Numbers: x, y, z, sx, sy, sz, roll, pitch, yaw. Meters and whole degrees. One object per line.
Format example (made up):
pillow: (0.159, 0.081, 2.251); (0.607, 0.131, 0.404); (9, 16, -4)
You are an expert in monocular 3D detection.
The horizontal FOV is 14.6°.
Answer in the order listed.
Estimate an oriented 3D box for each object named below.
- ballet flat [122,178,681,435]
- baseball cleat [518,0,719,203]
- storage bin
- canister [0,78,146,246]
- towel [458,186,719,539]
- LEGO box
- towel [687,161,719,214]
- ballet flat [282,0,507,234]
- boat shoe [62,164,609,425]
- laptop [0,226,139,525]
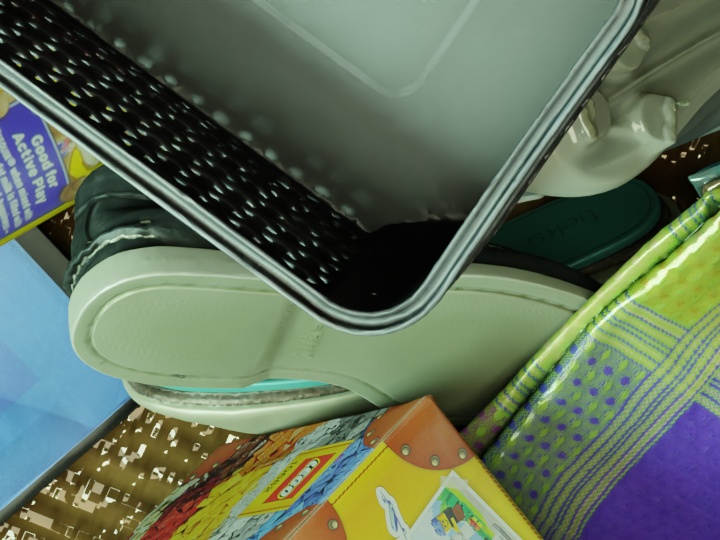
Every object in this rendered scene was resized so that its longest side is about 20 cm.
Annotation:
ballet flat: (0.020, 0.028, 0.957); (0.199, 0.070, 0.070); (-15, 106, 2)
baseball cleat: (0.094, -0.073, 0.903); (0.199, 0.106, 0.070); (-21, 98, -41)
storage bin: (-0.027, -0.094, 0.759); (0.200, 0.094, 0.136); (36, 107, 4)
canister: (-0.138, -0.073, 0.866); (0.199, 0.086, 0.149); (-30, 107, -19)
towel: (0.139, 0.064, 0.908); (0.200, 0.023, 0.144); (33, 110, -31)
LEGO box: (0.023, 0.146, 0.899); (0.077, 0.149, 0.200); (-44, 103, -27)
towel: (0.204, -0.062, 0.909); (0.200, 0.147, 0.022); (-41, 60, 8)
ballet flat: (0.023, -0.109, 0.826); (0.068, 0.063, 0.201); (15, 105, 12)
boat shoe: (-0.001, 0.002, 0.879); (0.198, 0.066, 0.075); (3, 139, -24)
laptop: (-0.185, 0.054, 0.902); (0.103, 0.200, 0.177); (-26, 115, 39)
